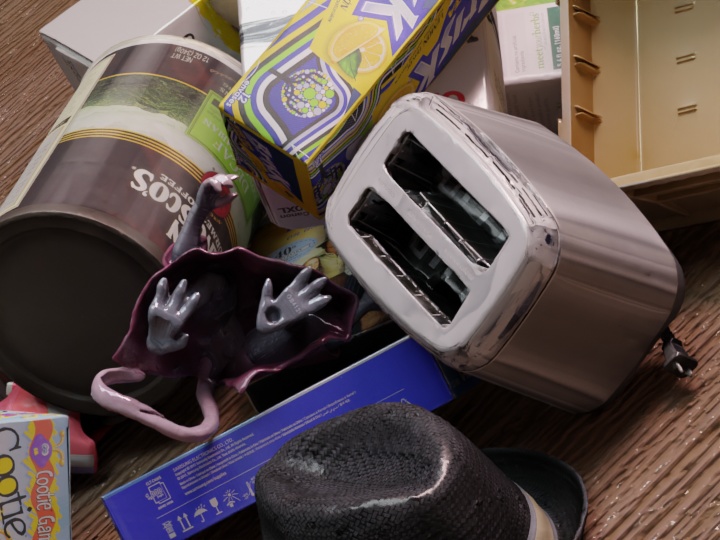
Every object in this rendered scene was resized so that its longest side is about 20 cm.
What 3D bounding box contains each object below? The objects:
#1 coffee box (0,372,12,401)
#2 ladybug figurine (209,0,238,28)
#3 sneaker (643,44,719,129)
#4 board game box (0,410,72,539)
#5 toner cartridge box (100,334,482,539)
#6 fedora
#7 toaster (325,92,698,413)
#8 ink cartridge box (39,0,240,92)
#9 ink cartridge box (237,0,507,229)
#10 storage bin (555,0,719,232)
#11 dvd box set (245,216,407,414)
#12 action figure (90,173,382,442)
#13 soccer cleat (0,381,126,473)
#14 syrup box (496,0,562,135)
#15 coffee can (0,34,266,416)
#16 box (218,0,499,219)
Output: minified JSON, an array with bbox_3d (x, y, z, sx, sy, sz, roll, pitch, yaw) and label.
[{"bbox_3d":[-0.298,0.070,1.853,0.199,0.080,0.115,-20,28,25],"label":"coffee box"},{"bbox_3d":[-0.010,-0.218,1.782,0.199,0.072,0.137,-23,69,30],"label":"ladybug figurine"},{"bbox_3d":[0.182,-0.124,1.673,0.082,0.074,0.200,-42,26,-15],"label":"sneaker"},{"bbox_3d":[-0.267,0.134,1.635,0.103,0.106,0.199,-3,2,-42],"label":"board game box"},{"bbox_3d":[-0.036,0.091,1.521,0.199,0.043,0.095,-28,-1,11],"label":"toner cartridge box"},{"bbox_3d":[0.012,0.124,1.398,0.200,0.092,0.201,-25,26,13],"label":"fedora"},{"bbox_3d":[0.074,-0.007,1.456,0.114,0.129,0.200,-55,50,17],"label":"toaster"},{"bbox_3d":[-0.086,-0.150,1.927,0.200,0.148,0.145,-38,26,-12],"label":"ink cartridge box"},{"bbox_3d":[0.005,-0.138,1.619,0.144,0.084,0.201,-8,63,7],"label":"ink cartridge box"},{"bbox_3d":[0.189,-0.136,1.544,0.198,0.093,0.202,-12,71,35],"label":"storage bin"},{"bbox_3d":[0.000,0.000,1.701,0.146,0.030,0.200,-24,27,14],"label":"dvd box set"},{"bbox_3d":[-0.060,0.037,1.559,0.150,0.133,0.200,-61,0,-5],"label":"action figure"},{"bbox_3d":[-0.163,0.060,1.759,0.076,0.067,0.200,12,37,15],"label":"soccer cleat"},{"bbox_3d":[0.043,-0.102,1.696,0.198,0.082,0.079,-8,45,6],"label":"syrup box"},{"bbox_3d":[-0.140,-0.030,1.710,0.146,0.147,0.200,-17,29,28],"label":"coffee can"},{"bbox_3d":[0.011,-0.130,1.526,0.064,0.070,0.200,32,72,19],"label":"box"}]
